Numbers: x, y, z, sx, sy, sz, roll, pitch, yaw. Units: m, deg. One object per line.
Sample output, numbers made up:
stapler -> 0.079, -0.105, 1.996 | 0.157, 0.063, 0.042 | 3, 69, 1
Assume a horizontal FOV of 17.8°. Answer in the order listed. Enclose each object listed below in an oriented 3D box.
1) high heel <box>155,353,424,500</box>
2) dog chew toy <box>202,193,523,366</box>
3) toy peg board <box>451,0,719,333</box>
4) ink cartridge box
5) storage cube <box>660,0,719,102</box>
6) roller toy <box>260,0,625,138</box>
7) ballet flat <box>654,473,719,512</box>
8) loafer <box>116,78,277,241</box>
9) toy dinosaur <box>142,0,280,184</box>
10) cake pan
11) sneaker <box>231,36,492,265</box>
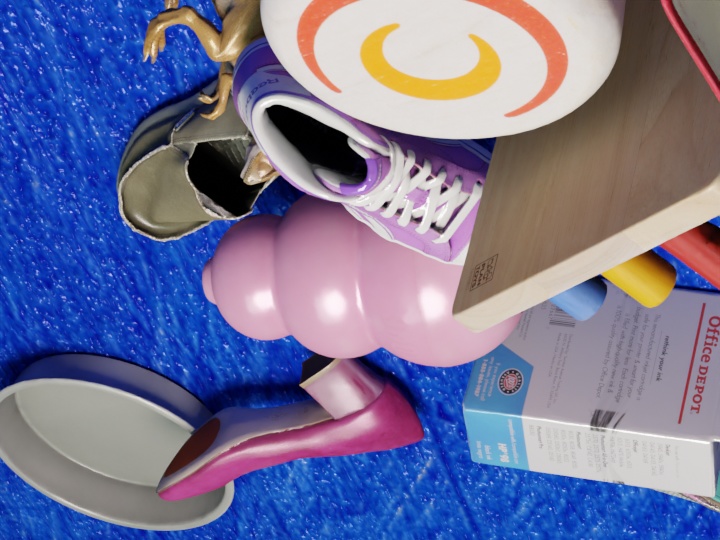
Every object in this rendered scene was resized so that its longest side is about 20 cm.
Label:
high heel -> -0.053, 0.134, 1.650 | 0.200, 0.068, 0.096 | -32, 113, 29
dog chew toy -> 0.000, 0.000, 1.417 | 0.199, 0.125, 0.125 | -4, 140, 14
toy peg board -> 0.165, -0.061, 1.210 | 0.098, 0.201, 0.199 | 34, 142, -23
ink cartridge box -> 0.175, 0.073, 1.457 | 0.199, 0.116, 0.067 | 8, 143, 15
storage cube -> 0.263, -0.149, 1.066 | 0.170, 0.180, 0.200 | -10, 135, 34
roller toy -> 0.046, -0.166, 1.174 | 0.181, 0.140, 0.200 | 9, 152, 0
ballet flat -> 0.225, 0.129, 1.565 | 0.199, 0.069, 0.071 | 15, 163, 11
loafer -> -0.098, -0.066, 1.432 | 0.075, 0.070, 0.200 | 31, 143, -18
toy dinosaur -> -0.066, -0.151, 1.319 | 0.106, 0.060, 0.201 | 9, 120, 14
cake pan -> -0.187, 0.130, 1.762 | 0.199, 0.037, 0.201 | 12, 144, 9
sneaker -> 0.016, -0.046, 1.270 | 0.200, 0.114, 0.073 | 28, 104, -18
